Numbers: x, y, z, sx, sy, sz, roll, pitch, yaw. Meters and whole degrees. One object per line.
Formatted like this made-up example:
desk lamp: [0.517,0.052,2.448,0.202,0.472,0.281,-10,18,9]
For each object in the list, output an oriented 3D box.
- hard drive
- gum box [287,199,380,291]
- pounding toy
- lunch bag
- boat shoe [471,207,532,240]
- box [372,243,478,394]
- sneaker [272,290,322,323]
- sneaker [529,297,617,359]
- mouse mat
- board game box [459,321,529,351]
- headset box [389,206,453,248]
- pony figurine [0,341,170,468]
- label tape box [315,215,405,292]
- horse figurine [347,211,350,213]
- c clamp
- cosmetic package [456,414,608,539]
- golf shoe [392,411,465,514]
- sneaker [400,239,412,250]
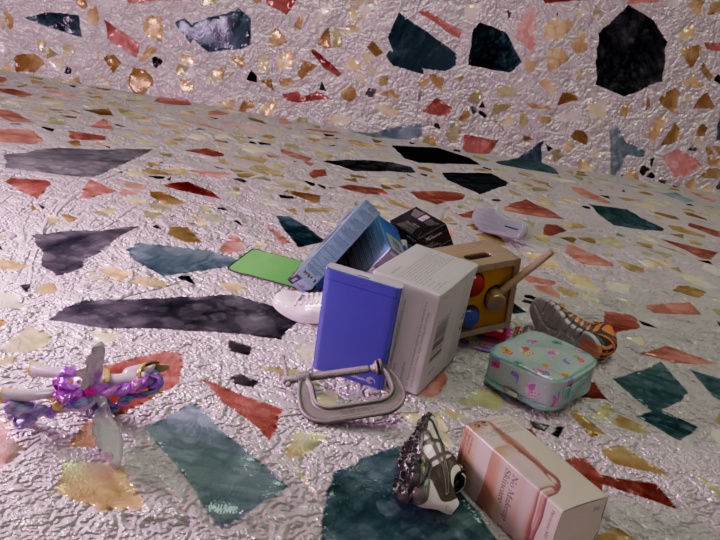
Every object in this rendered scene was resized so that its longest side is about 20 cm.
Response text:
hard drive: [-0.007,0.096,1.341,0.132,0.200,0.025,16,29,13]
gum box: [-0.057,-0.046,1.609,0.045,0.200,0.170,44,-12,-6]
pounding toy: [0.246,0.030,1.572,0.200,0.184,0.142,-9,29,-27]
lunch bag: [0.331,0.185,1.457,0.160,0.077,0.200,27,26,34]
boat shoe: [0.411,-0.126,2.331,0.067,0.074,0.200,29,3,-44]
box: [0.101,0.082,1.430,0.131,0.199,0.200,21,25,21]
sneaker: [-0.073,0.059,1.549,0.200,0.085,0.073,14,40,9]
sneaker: [0.457,0.124,1.699,0.112,0.078,0.200,-3,35,-41]
mouse mat: [-0.179,-0.002,1.780,0.200,0.008,0.161,14,21,11]
board game box: [0.266,0.109,1.668,0.200,0.039,0.158,-4,26,-36]
headset box: [0.155,-0.022,1.753,0.077,0.200,0.149,-28,27,-11]
pony figurine: [-0.375,0.166,1.086,0.200,0.167,0.193,-5,14,1]
label tape box: [0.000,0.000,1.645,0.063,0.200,0.144,35,21,-28]
horse figurine: [-0.001,-0.066,1.782,0.050,0.133,0.200,2,3,-17]
c clamp: [-0.030,0.181,1.295,0.200,0.027,0.171,-3,34,-4]
cosmetic package: [0.225,0.295,1.086,0.087,0.104,0.200,-5,24,-32]
golf shoe: [0.103,0.278,1.133,0.094,0.078,0.200,29,23,-2]
sneaker: [0.077,0.012,1.673,0.080,0.147,0.200,3,22,-21]
